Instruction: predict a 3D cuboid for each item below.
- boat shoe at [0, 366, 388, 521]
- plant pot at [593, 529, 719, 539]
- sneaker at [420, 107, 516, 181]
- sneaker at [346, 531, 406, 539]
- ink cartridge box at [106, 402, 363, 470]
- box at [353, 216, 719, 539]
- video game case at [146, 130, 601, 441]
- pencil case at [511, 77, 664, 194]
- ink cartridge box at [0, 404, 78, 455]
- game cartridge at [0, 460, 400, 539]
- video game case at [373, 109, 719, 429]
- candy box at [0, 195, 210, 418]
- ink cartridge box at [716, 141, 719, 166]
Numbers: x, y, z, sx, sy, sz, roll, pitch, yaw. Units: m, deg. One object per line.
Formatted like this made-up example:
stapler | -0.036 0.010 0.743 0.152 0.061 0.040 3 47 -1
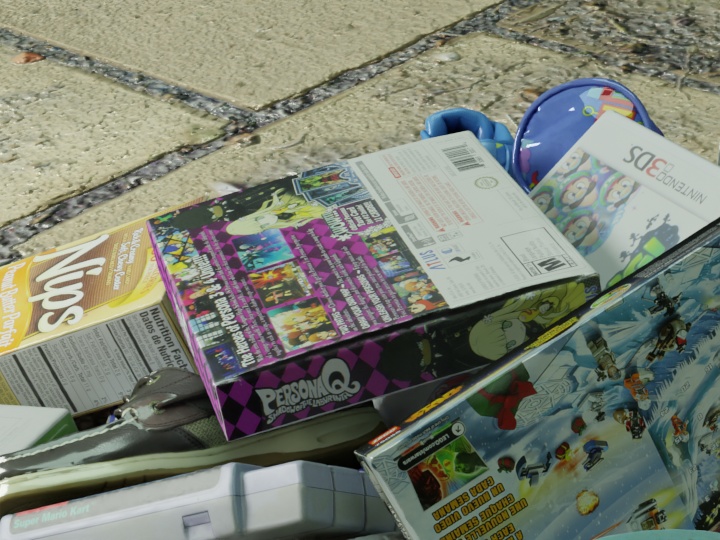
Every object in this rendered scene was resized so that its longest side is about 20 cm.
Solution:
boat shoe | -0.085 0.079 0.961 0.199 0.072 0.066 -9 64 -22
plant pot | 0.105 0.198 0.675 0.198 0.189 0.200 -5 26 2
sneaker | 0.064 -0.039 1.175 0.075 0.106 0.200 -3 1 -9
sneaker | -0.049 0.186 0.803 0.199 0.075 0.116 -19 72 -5
ink cartridge box | -0.033 0.081 1.090 0.198 0.047 0.198 -5 28 5
box | 0.116 0.078 0.804 0.199 0.138 0.040 -31 5 -9
video game case | 0.000 0.000 0.976 0.180 0.036 0.200 -16 26 -9
pencil case | 0.147 -0.040 1.152 0.077 0.088 0.200 -2 -15 20
ink cartridge box | -0.232 0.116 1.013 0.199 0.060 0.104 1 33 39
game cartridge | -0.065 0.116 0.888 0.199 0.039 0.129 -16 -24 34
video game case | 0.093 0.020 0.972 0.200 0.024 0.182 -47 25 0
candy box | -0.170 0.035 1.123 0.199 0.056 0.116 -19 26 19
ink cartridge box | 0.275 -0.040 1.048 0.144 0.088 0.200 6 -14 23
